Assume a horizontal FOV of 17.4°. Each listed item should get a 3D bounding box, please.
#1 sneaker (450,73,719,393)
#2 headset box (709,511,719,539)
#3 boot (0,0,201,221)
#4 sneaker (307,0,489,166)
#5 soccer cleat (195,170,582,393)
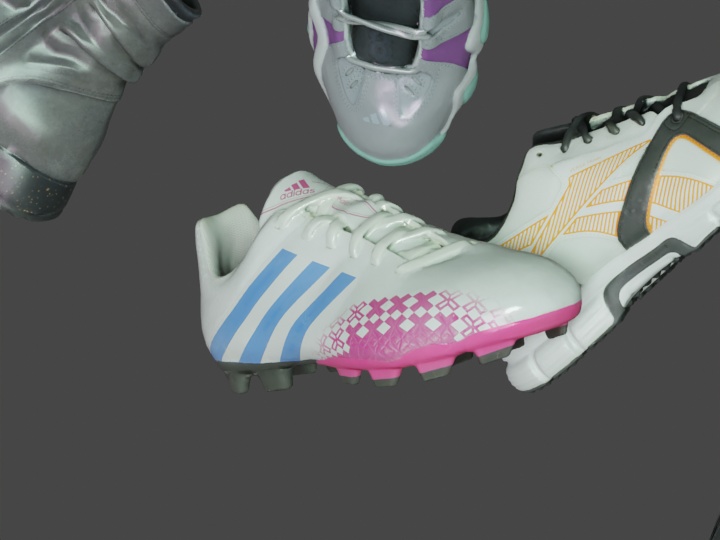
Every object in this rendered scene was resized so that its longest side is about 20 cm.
[{"bbox_3d":[0.110,-0.039,0.925,0.200,0.074,0.080,-43,87,19],"label":"sneaker"},{"bbox_3d":[0.258,0.084,0.910,0.200,0.075,0.149,26,108,9],"label":"headset box"},{"bbox_3d":[-0.175,-0.125,0.995,0.200,0.070,0.132,32,106,-5],"label":"boot"},{"bbox_3d":[0.003,-0.131,0.897,0.078,0.140,0.200,6,103,14],"label":"sneaker"},{"bbox_3d":[0.000,0.000,0.932,0.200,0.070,0.086,-9,97,47],"label":"soccer cleat"}]
